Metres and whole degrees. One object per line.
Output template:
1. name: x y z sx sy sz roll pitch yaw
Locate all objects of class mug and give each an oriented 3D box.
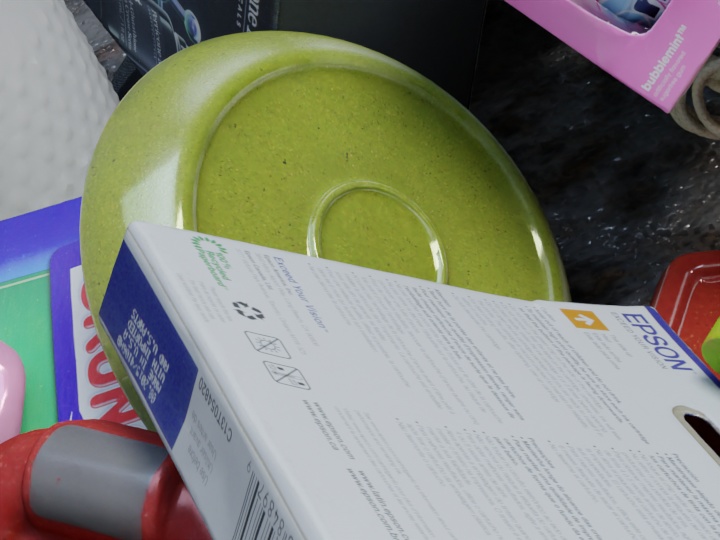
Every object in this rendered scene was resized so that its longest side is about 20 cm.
1. mug: -0.184 -0.038 0.918 0.199 0.176 0.148 0 41 43

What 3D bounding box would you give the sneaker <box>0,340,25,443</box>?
1. sneaker: -0.216 0.046 0.726 0.198 0.095 0.080 -12 65 26

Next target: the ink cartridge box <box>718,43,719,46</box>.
1. ink cartridge box: 0.218 -0.209 0.876 0.200 0.040 0.201 -48 19 36

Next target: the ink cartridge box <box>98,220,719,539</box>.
1. ink cartridge box: 0.043 0.060 0.604 0.198 0.041 0.200 10 24 -27

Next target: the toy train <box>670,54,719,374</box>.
1. toy train: 0.142 -0.010 0.682 0.199 0.085 0.116 8 64 48

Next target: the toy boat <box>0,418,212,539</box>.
1. toy boat: -0.100 0.141 0.610 0.129 0.130 0.202 9 83 29

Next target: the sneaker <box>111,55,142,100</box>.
1. sneaker: -0.043 -0.112 1.008 0.199 0.073 0.112 -35 34 -9

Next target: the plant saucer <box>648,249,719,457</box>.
1. plant saucer: 0.160 0.053 0.674 0.198 0.037 0.201 -6 40 31

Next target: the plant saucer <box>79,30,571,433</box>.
1. plant saucer: 0.000 0.000 0.723 0.031 0.200 0.201 -38 16 50

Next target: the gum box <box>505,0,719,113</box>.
1. gum box: 0.093 -0.141 0.727 0.066 0.113 0.200 -58 -2 32

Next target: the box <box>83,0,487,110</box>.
1. box: -0.042 -0.148 0.862 0.106 0.149 0.200 -21 52 -26

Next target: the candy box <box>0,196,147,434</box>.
1. candy box: -0.111 0.069 0.762 0.198 0.077 0.171 -14 61 20
